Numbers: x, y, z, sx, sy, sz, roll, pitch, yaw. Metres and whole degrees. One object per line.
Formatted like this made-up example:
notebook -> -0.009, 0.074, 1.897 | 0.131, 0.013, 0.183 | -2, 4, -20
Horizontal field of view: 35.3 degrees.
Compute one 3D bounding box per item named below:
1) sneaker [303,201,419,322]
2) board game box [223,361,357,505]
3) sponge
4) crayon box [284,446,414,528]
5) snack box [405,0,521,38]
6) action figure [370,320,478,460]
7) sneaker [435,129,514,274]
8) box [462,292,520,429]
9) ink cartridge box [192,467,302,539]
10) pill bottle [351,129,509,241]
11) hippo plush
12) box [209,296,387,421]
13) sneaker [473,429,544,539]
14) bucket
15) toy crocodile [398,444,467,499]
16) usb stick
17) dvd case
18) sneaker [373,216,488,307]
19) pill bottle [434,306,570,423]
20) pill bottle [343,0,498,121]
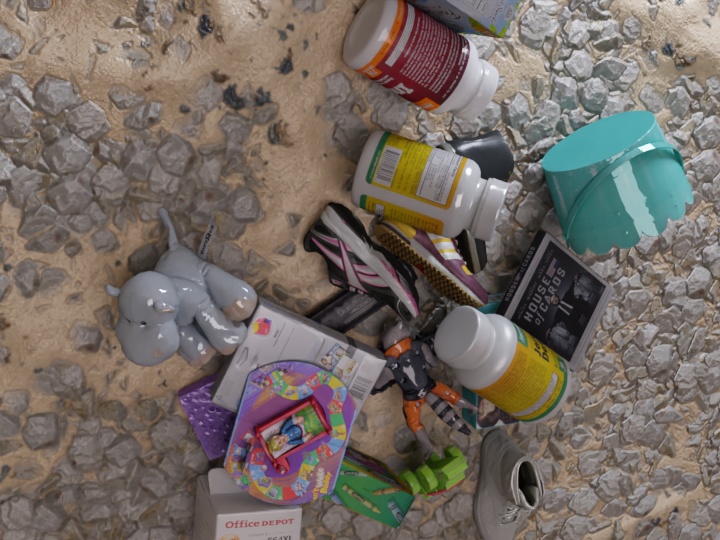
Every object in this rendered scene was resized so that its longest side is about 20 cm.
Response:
sneaker -> 0.000, 0.000, 1.596 | 0.086, 0.080, 0.200 | -41, 93, 17
board game box -> -0.093, 0.226, 1.526 | 0.157, 0.039, 0.201 | 16, 96, -7
sponge -> -0.147, 0.177, 1.601 | 0.199, 0.030, 0.112 | -26, 112, -1
crayon box -> -0.030, 0.295, 1.648 | 0.199, 0.119, 0.058 | 29, 94, -25
snack box -> 0.087, -0.380, 1.472 | 0.199, 0.169, 0.068 | 25, 93, -25
action figure -> 0.104, 0.148, 1.660 | 0.200, 0.105, 0.194 | -38, 99, -12
sneaker -> 0.181, -0.099, 1.641 | 0.106, 0.075, 0.201 | -18, 110, -15
box -> 0.204, 0.138, 1.732 | 0.082, 0.049, 0.201 | -7, 107, -19
ink cartridge box -> -0.165, 0.384, 1.617 | 0.128, 0.125, 0.201 | 0, 106, -21
pill bottle -> 0.096, -0.111, 1.541 | 0.199, 0.113, 0.113 | 19, 99, 7
hippo plush -> -0.230, 0.045, 1.448 | 0.158, 0.161, 0.201 | 12, 106, 14
box -> -0.086, 0.147, 1.565 | 0.199, 0.041, 0.157 | 24, 101, -18
sneaker -> 0.234, 0.365, 1.774 | 0.073, 0.116, 0.201 | -10, 110, -20
bucket -> 0.369, -0.131, 1.642 | 0.207, 0.207, 0.135 | -32, 110, -10
toy crocodile -> 0.112, 0.306, 1.677 | 0.067, 0.200, 0.062 | -31, 86, -23
usb stick -> -0.008, 0.049, 1.635 | 0.199, 0.033, 0.056 | -34, 106, -9
dvd case -> 0.299, 0.049, 1.722 | 0.200, 0.025, 0.151 | 33, 81, -39
sneaker -> 0.119, -0.031, 1.619 | 0.200, 0.075, 0.090 | 40, 71, -11
pill bottle -> 0.201, 0.132, 1.618 | 0.200, 0.113, 0.113 | 33, 92, -33
pill bottle -> 0.085, -0.283, 1.530 | 0.199, 0.113, 0.113 | 25, 95, -25
